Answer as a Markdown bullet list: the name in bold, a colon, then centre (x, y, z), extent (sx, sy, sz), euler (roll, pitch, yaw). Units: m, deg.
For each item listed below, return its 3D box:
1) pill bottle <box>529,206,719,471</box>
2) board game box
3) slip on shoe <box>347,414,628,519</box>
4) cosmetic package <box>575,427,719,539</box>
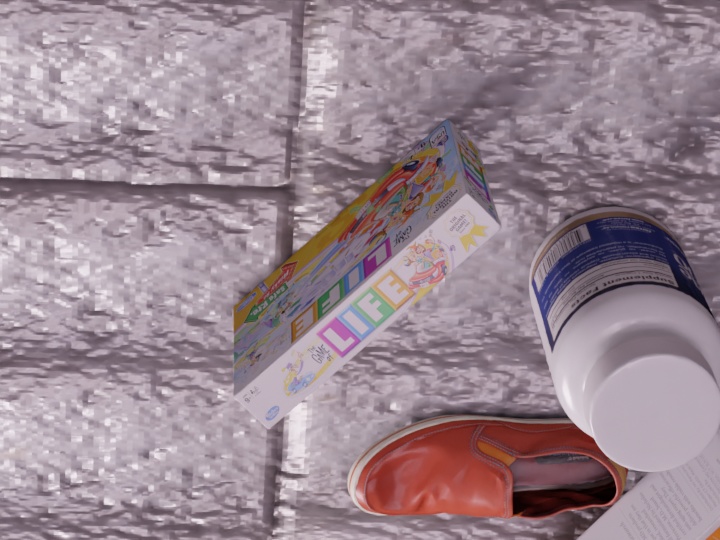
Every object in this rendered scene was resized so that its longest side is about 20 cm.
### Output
- **pill bottle**: centre (0.174, 0.045, 1.417), extent (0.111, 0.200, 0.111), euler (-1, 115, -3)
- **board game box**: centre (0.000, 0.000, 1.423), extent (0.200, 0.134, 0.034), euler (-41, 110, 14)
- **slip on shoe**: centre (0.091, 0.142, 1.533), extent (0.200, 0.061, 0.074), euler (-3, 116, 0)
- **cosmetic package**: centre (0.216, 0.205, 1.544), extent (0.200, 0.071, 0.101), euler (-46, 136, 16)
